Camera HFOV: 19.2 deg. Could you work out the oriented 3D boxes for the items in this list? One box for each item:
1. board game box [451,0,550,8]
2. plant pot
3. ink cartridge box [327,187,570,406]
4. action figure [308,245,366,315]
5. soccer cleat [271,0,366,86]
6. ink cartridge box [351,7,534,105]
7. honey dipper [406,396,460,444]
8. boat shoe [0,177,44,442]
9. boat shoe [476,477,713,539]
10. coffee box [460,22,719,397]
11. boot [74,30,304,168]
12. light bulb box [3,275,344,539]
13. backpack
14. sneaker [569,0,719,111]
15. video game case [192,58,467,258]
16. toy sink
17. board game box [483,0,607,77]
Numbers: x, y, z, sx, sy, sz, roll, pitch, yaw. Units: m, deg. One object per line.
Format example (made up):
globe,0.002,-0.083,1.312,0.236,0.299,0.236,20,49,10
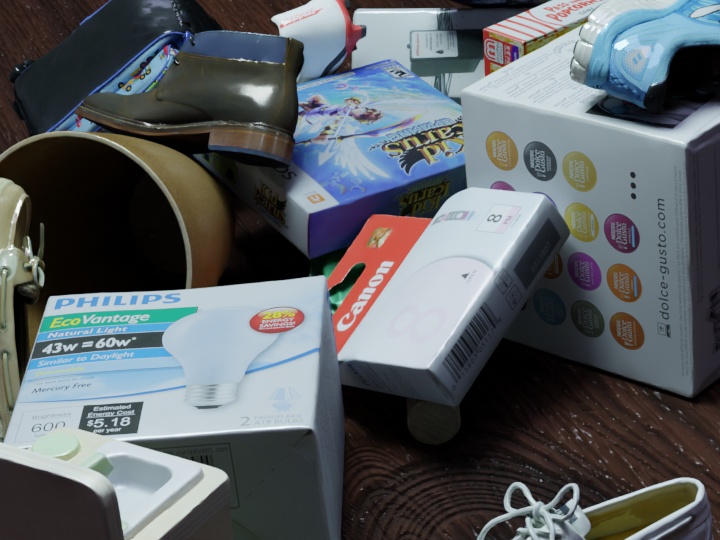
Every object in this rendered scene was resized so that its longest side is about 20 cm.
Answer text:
board game box,0.167,-0.247,1.768,0.200,0.035,0.135,-3,-8,42
plant pot,-0.173,-0.025,1.623,0.186,0.187,0.200,5,12,19
ink cartridge box,0.029,0.011,1.509,0.200,0.057,0.163,10,56,42
action figure,0.000,0.000,1.649,0.118,0.055,0.200,-2,32,5
soccer cleat,-0.055,-0.156,1.821,0.085,0.200,0.069,-15,59,-25
ink cartridge box,0.103,-0.178,1.884,0.199,0.083,0.147,2,-6,16
honey dipper,0.051,0.058,1.540,0.038,0.038,0.200,-4,27,3
boat shoe,-0.249,0.036,1.505,0.062,0.201,0.073,5,-5,7
boat shoe,0.119,0.163,1.268,0.201,0.086,0.075,-12,27,-13
coffee box,0.213,-0.058,1.558,0.197,0.200,0.200,18,35,38
boot,-0.128,-0.141,1.653,0.199,0.097,0.075,12,-5,28
light bulb box,-0.113,0.107,1.380,0.197,0.125,0.200,-5,28,3
backpack,-0.170,-0.133,1.816,0.182,0.200,0.135,-36,52,11
sneaker,0.238,-0.154,1.468,0.200,0.079,0.090,-28,53,-32
video game case,-0.005,-0.096,1.708,0.200,0.046,0.181,-19,39,-28
toy sink,-0.148,0.163,1.193,0.130,0.201,0.112,11,31,31
board game box,0.168,-0.115,1.680,0.151,0.201,0.046,-25,35,-35
